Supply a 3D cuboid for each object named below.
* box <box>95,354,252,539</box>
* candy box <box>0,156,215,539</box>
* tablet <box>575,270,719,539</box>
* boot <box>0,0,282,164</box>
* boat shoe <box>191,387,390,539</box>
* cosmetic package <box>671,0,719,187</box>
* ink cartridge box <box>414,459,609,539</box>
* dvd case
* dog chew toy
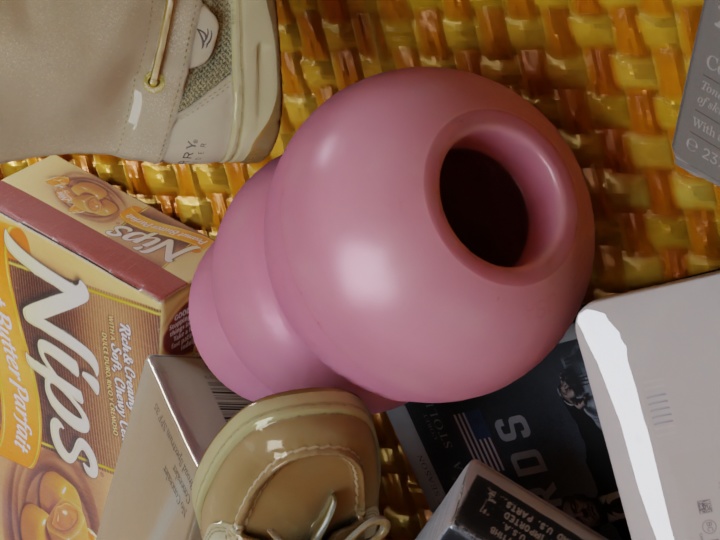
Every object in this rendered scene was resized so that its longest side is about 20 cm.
[{"bbox_3d":[-0.067,0.143,1.227,0.095,0.077,0.201,-122,42,-52],"label":"box"},{"bbox_3d":[-0.116,0.063,1.289,0.115,0.055,0.201,27,129,30],"label":"candy box"},{"bbox_3d":[0.161,0.092,1.023,0.130,0.014,0.201,-13,102,12],"label":"tablet"},{"bbox_3d":[-0.115,-0.134,1.077,0.072,0.154,0.201,157,107,-71],"label":"boot"},{"bbox_3d":[-0.027,0.122,1.103,0.200,0.073,0.063,99,161,-48],"label":"boat shoe"},{"bbox_3d":[0.176,-0.108,0.897,0.107,0.090,0.201,31,134,31],"label":"cosmetic package"},{"bbox_3d":[0.085,0.189,1.134,0.198,0.043,0.200,31,137,0],"label":"ink cartridge box"},{"bbox_3d":[0.105,0.085,1.118,0.200,0.025,0.151,-17,100,46],"label":"dvd case"},{"bbox_3d":[0.000,0.000,1.103,0.200,0.124,0.125,-27,93,55],"label":"dog chew toy"}]
